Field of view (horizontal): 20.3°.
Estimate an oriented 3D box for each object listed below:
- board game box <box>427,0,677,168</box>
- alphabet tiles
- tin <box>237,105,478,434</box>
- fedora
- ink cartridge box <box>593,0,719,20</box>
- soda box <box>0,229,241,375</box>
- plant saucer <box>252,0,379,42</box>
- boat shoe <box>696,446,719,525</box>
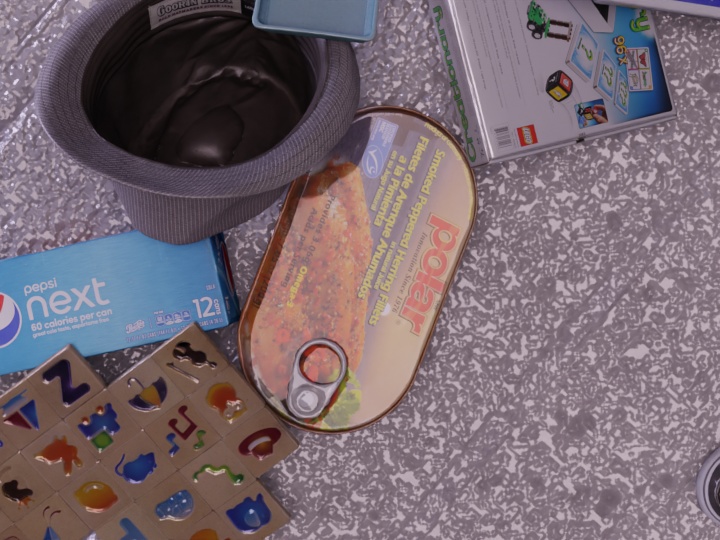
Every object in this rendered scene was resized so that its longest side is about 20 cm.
[{"bbox_3d":[0.101,-0.170,1.172,0.126,0.035,0.201,-14,90,-19],"label":"board game box"},{"bbox_3d":[-0.144,0.124,1.193,0.200,0.008,0.167,-36,106,11],"label":"alphabet tiles"},{"bbox_3d":[0.000,0.000,1.203,0.112,0.042,0.201,22,93,7],"label":"tin"},{"bbox_3d":[-0.091,-0.083,1.152,0.176,0.090,0.200,14,49,8],"label":"fedora"},{"bbox_3d":[0.194,-0.245,1.154,0.199,0.047,0.198,7,93,-13],"label":"ink cartridge box"},{"bbox_3d":[-0.176,0.020,1.201,0.199,0.064,0.068,-12,91,3],"label":"soda box"},{"bbox_3d":[-0.016,-0.220,1.169,0.070,0.019,0.201,7,67,0],"label":"plant saucer"},{"bbox_3d":[0.298,0.119,1.171,0.199,0.066,0.070,-4,91,4],"label":"boat shoe"}]
